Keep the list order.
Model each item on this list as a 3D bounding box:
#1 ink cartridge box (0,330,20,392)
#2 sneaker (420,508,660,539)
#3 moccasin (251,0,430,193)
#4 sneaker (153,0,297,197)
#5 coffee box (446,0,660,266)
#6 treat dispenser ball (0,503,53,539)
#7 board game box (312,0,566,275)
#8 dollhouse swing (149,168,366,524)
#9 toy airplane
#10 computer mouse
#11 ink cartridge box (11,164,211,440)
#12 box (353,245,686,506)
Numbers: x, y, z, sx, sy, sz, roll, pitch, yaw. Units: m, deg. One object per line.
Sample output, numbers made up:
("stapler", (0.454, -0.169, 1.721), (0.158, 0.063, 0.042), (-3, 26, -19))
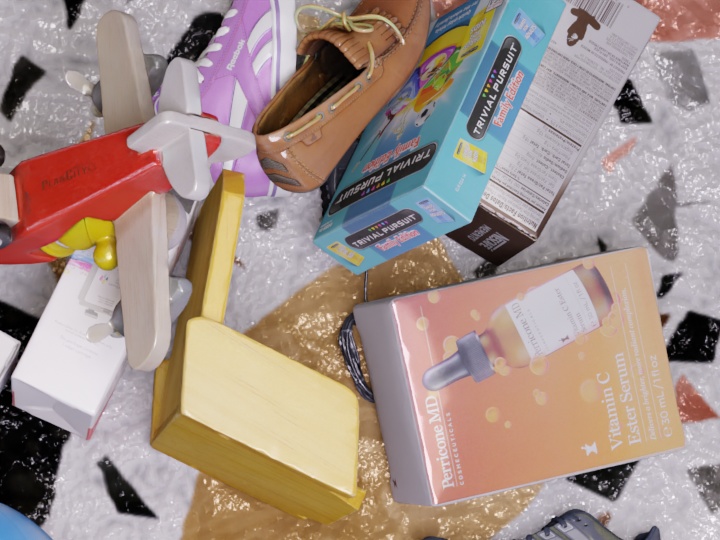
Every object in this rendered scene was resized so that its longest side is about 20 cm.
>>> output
("ink cartridge box", (-0.328, 0.019, 1.597), (0.200, 0.174, 0.044), (29, 75, -4))
("sneaker", (0.134, 0.213, 1.706), (0.199, 0.074, 0.081), (12, 70, -16))
("moccasin", (-0.015, -0.151, 1.694), (0.201, 0.074, 0.078), (-50, 134, -23))
("sneaker", (-0.105, -0.156, 1.728), (0.114, 0.073, 0.201), (2, 79, -7))
("coffee box", (0.131, -0.114, 1.742), (0.080, 0.114, 0.200), (31, 76, -5))
("treat dispenser ball", (-0.279, 0.248, 1.548), (0.200, 0.201, 0.202), (2, 79, -10))
("board game box", (0.056, -0.106, 1.681), (0.047, 0.151, 0.200), (36, 60, -19))
("dollhouse swing", (-0.058, 0.056, 1.627), (0.181, 0.200, 0.176), (26, 75, -5))
("toy airplane", (-0.152, -0.055, 1.544), (0.199, 0.141, 0.200), (30, 88, 34))
("computer mouse", (0.000, 0.000, 1.741), (0.058, 0.034, 0.201), (-1, 84, -29))
("ink cartridge box", (-0.177, 0.011, 1.657), (0.067, 0.116, 0.200), (26, 74, -2))
("box", (0.114, 0.077, 1.690), (0.199, 0.106, 0.153), (-12, 90, -16))
